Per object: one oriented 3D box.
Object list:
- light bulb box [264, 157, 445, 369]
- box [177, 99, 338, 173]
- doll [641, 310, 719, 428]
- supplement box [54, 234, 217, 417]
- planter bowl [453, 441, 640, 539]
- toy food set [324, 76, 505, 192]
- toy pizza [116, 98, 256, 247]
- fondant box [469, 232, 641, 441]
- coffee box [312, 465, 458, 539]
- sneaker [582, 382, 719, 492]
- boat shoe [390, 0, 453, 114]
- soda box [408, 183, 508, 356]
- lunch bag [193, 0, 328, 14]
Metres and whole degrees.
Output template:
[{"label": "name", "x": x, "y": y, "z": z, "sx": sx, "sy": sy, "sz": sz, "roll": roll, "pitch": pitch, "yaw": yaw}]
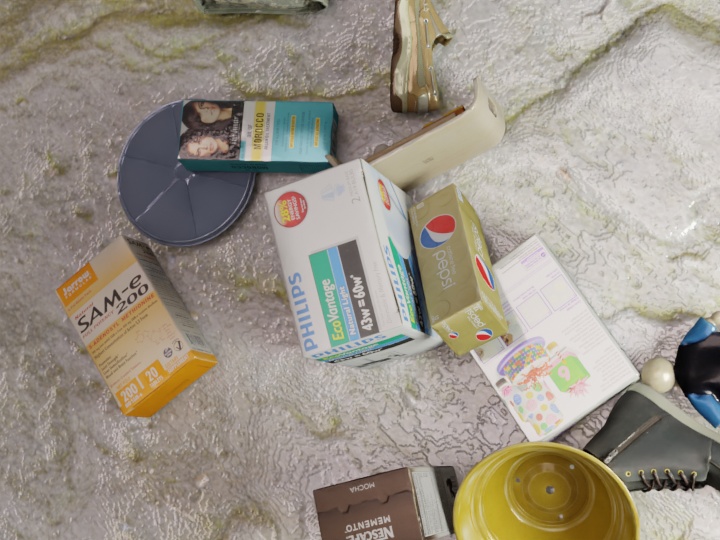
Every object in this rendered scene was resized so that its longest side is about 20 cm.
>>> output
[{"label": "light bulb box", "x": 0.000, "y": 0.000, "z": 1.275, "sx": 0.124, "sy": 0.200, "sz": 0.201, "roll": -18, "pitch": 76, "yaw": 15}, {"label": "box", "x": -0.130, "y": -0.172, "z": 1.406, "sx": 0.197, "sy": 0.049, "sz": 0.083, "roll": 2, "pitch": 78, "yaw": 8}, {"label": "doll", "x": 0.407, "y": 0.113, "z": 1.197, "sx": 0.197, "sy": 0.048, "sz": 0.138, "roll": -3, "pitch": 79, "yaw": 18}, {"label": "supplement box", "x": -0.293, "y": 0.073, "z": 1.432, "sx": 0.126, "sy": 0.073, "sz": 0.201, "roll": -38, "pitch": 71, "yaw": 9}, {"label": "planter bowl", "x": 0.206, "y": 0.259, "z": 1.209, "sx": 0.198, "sy": 0.084, "sz": 0.203, "roll": 5, "pitch": 111, "yaw": 13}, {"label": "toy food set", "x": 0.069, "y": -0.157, "z": 1.307, "sx": 0.198, "sy": 0.143, "sz": 0.061, "roll": -27, "pitch": 74, "yaw": 13}, {"label": "toy pizza", "x": -0.230, "y": -0.129, "z": 1.462, "sx": 0.198, "sy": 0.032, "sz": 0.203, "roll": -3, "pitch": 79, "yaw": 13}, {"label": "fondant box", "x": 0.206, "y": 0.081, "z": 1.268, "sx": 0.144, "sy": 0.058, "sz": 0.201, "roll": -37, "pitch": 71, "yaw": 10}, {"label": "coffee box", "x": 0.037, "y": 0.267, "z": 1.220, "sx": 0.112, "sy": 0.200, "sz": 0.081, "roll": -16, "pitch": 76, "yaw": 16}, {"label": "sneaker", "x": 0.341, "y": 0.219, "z": 1.176, "sx": 0.199, "sy": 0.075, "sz": 0.106, "roll": 35, "pitch": 71, "yaw": 30}, {"label": "boat shoe", "x": 0.079, "y": -0.295, "z": 1.374, "sx": 0.075, "sy": 0.072, "sz": 0.203, "roll": 2, "pitch": 89, "yaw": 5}, {"label": "soda box", "x": 0.109, "y": -0.003, "z": 1.257, "sx": 0.067, "sy": 0.064, "sz": 0.201, "roll": -28, "pitch": 40, "yaw": 19}, {"label": "lunch bag", "x": -0.127, "y": -0.427, "z": 1.434, "sx": 0.197, "sy": 0.118, "sz": 0.166, "roll": 3, "pitch": 82, "yaw": 13}]
